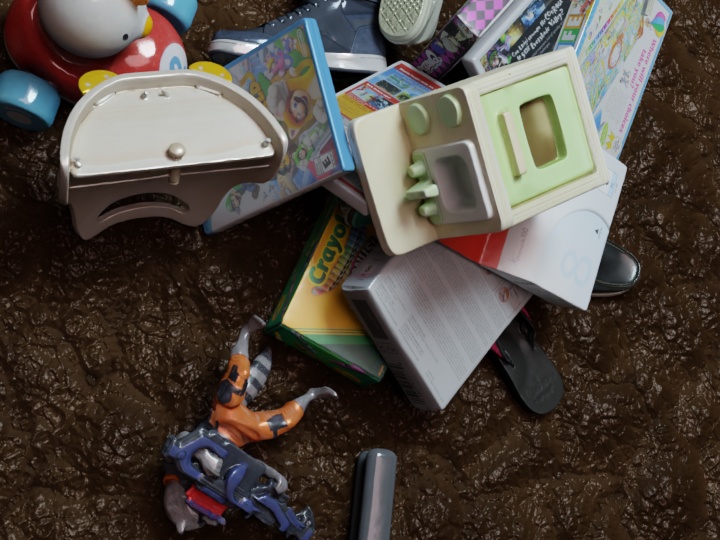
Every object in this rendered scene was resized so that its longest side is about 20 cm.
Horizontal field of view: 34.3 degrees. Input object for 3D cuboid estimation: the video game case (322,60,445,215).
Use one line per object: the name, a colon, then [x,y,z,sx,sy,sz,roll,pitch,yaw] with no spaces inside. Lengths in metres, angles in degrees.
video game case: [0.024,-0.134,1.137,0.143,0.018,0.199,36,50,28]

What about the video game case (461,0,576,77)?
video game case: [0.209,-0.222,1.294,0.200,0.023,0.183,-49,126,-23]

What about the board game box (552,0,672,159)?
board game box: [0.272,-0.234,1.308,0.134,0.034,0.202,30,79,-41]

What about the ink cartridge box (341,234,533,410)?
ink cartridge box: [0.087,0.013,1.160,0.200,0.057,0.163,-50,122,-31]

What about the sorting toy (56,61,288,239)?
sorting toy: [-0.190,-0.088,1.063,0.198,0.181,0.108,-9,59,-24]

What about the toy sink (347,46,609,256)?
toy sink: [0.109,-0.106,1.044,0.199,0.112,0.132,-22,100,-31]

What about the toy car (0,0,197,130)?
toy car: [-0.229,-0.224,1.060,0.175,0.200,0.186,22,72,-16]

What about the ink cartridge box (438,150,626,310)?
ink cartridge box: [0.177,-0.068,1.165,0.199,0.047,0.162,26,79,-41]

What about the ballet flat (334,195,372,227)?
ballet flat: [0.057,-0.101,1.164,0.199,0.072,0.073,-18,86,-29]

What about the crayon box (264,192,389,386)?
crayon box: [0.000,0.000,1.183,0.118,0.058,0.201,30,69,-14]

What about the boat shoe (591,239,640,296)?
boat shoe: [0.228,-0.021,1.277,0.198,0.068,0.073,20,72,-19]

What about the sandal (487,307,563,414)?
sandal: [0.155,0.063,1.239,0.075,0.045,0.201,-40,95,-23]

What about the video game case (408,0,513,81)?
video game case: [0.133,-0.280,1.230,0.036,0.181,0.200,42,67,-5]

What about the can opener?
can opener: [-0.003,0.271,1.127,0.066,0.053,0.202,16,73,-17]

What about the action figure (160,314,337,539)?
action figure: [-0.109,0.171,1.103,0.194,0.104,0.200,-51,126,-16]

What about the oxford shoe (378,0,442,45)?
oxford shoe: [0.068,-0.326,1.224,0.074,0.058,0.202,12,82,26]

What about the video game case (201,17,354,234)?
video game case: [-0.097,-0.131,1.101,0.018,0.199,0.145,-9,81,-48]

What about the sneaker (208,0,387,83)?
sneaker: [-0.065,-0.272,1.197,0.200,0.077,0.148,-2,90,-32]
